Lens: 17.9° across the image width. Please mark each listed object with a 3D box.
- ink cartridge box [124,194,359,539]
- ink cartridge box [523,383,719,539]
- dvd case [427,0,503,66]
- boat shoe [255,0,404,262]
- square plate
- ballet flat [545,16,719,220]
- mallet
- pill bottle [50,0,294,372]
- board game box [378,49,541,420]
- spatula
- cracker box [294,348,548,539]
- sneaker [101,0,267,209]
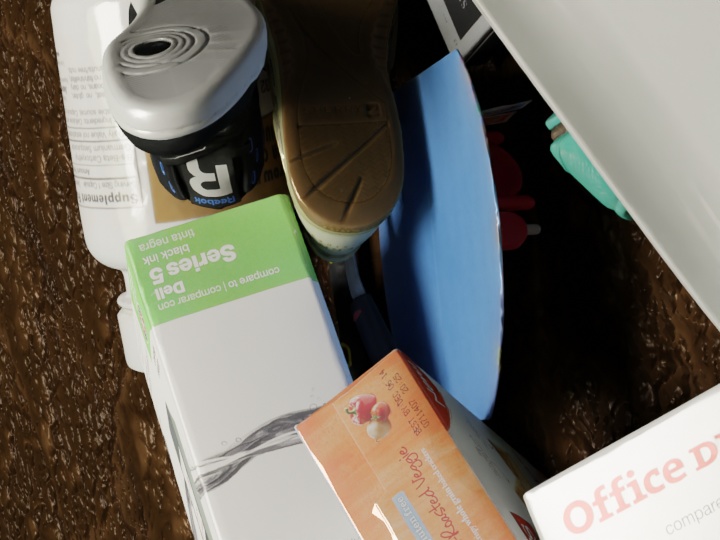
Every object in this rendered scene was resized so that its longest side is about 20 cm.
[{"bbox_3d":[-0.043,0.089,1.070,0.146,0.083,0.201,98,154,-69],"label":"ink cartridge box"},{"bbox_3d":[0.165,0.136,0.815,0.146,0.084,0.201,-33,71,29],"label":"ink cartridge box"},{"bbox_3d":[0.063,-0.200,0.970,0.200,0.025,0.151,-46,62,55],"label":"dvd case"},{"bbox_3d":[-0.017,-0.105,1.068,0.063,0.073,0.202,115,157,-68],"label":"boat shoe"},{"bbox_3d":[0.148,-0.068,0.776,0.199,0.028,0.199,-16,118,51],"label":"square plate"},{"bbox_3d":[0.143,-0.073,0.858,0.071,0.067,0.200,49,147,0],"label":"ballet flat"},{"bbox_3d":[-0.009,-0.039,1.150,0.066,0.041,0.202,4,109,57],"label":"mallet"},{"bbox_3d":[-0.094,-0.054,1.204,0.114,0.114,0.202,9,109,58],"label":"pill bottle"},{"bbox_3d":[0.051,-0.012,1.039,0.200,0.039,0.160,158,107,-76],"label":"board game box"},{"bbox_3d":[0.000,0.000,1.088,0.057,0.020,0.201,124,134,-55],"label":"spatula"},{"bbox_3d":[0.062,0.127,0.949,0.134,0.058,0.200,57,-171,30],"label":"cracker box"},{"bbox_3d":[-0.071,-0.069,1.045,0.200,0.072,0.113,-93,-5,-63],"label":"sneaker"}]
